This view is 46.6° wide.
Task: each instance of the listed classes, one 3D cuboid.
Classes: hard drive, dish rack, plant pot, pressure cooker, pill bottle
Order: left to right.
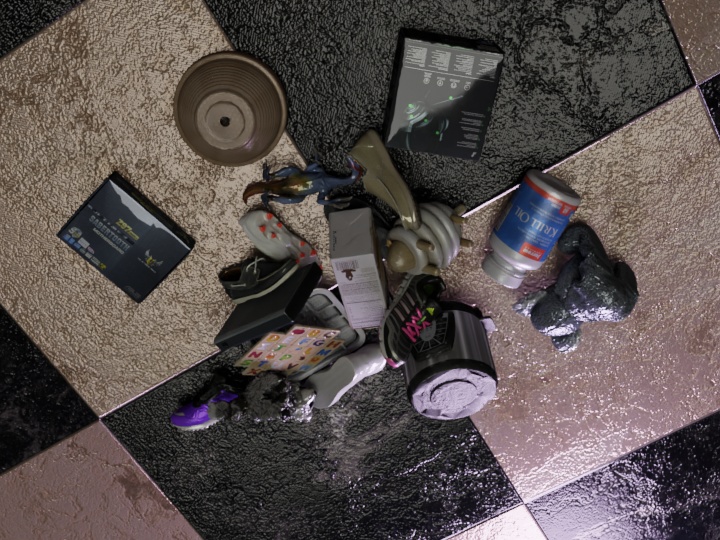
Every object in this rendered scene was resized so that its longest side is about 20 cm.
[{"bbox_3d":[-0.226,-0.265,1.429,0.199,0.093,0.203,0,116,-1],"label":"plant pot"},{"bbox_3d":[-0.166,0.066,1.516,0.199,0.140,0.033,-23,116,38],"label":"hard drive"},{"bbox_3d":[-0.109,0.119,1.623,0.199,0.044,0.172,-31,124,12],"label":"dish rack"},{"bbox_3d":[0.157,0.156,1.576,0.174,0.201,0.179,12,134,-19],"label":"pressure cooker"},{"bbox_3d":[0.303,-0.072,1.517,0.111,0.112,0.201,23,112,-11],"label":"pill bottle"}]

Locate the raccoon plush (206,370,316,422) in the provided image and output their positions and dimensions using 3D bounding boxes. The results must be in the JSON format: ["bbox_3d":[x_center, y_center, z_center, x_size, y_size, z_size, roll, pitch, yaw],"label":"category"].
[{"bbox_3d":[-0.185,0.256,1.643,0.198,0.134,0.098,-2,72,18],"label":"raccoon plush"}]

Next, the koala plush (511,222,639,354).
[{"bbox_3d":[0.394,0.054,1.557,0.177,0.184,0.200,41,120,-17],"label":"koala plush"}]

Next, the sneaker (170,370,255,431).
[{"bbox_3d":[-0.291,0.250,1.681,0.198,0.070,0.100,-15,112,-2],"label":"sneaker"}]

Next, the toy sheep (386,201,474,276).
[{"bbox_3d":[0.124,-0.060,1.503,0.199,0.137,0.139,-33,118,-29],"label":"toy sheep"}]

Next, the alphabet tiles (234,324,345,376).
[{"bbox_3d":[-0.131,0.153,1.559,0.165,0.006,0.200,10,143,-36],"label":"alphabet tiles"}]

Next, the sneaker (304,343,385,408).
[{"bbox_3d":[-0.024,0.209,1.660,0.200,0.115,0.074,-38,76,48],"label":"sneaker"}]

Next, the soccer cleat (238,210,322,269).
[{"bbox_3d":[-0.145,-0.042,1.555,0.200,0.077,0.070,48,62,-33],"label":"soccer cleat"}]

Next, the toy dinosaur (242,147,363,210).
[{"bbox_3d":[-0.091,-0.170,1.500,0.180,0.199,0.106,-11,104,-34],"label":"toy dinosaur"}]

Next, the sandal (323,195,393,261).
[{"bbox_3d":[0.022,-0.071,1.546,0.200,0.048,0.076,32,111,-15],"label":"sandal"}]

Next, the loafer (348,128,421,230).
[{"bbox_3d":[0.043,-0.148,1.450,0.068,0.076,0.201,-29,71,7],"label":"loafer"}]

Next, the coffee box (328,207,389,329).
[{"bbox_3d":[0.000,0.000,1.505,0.079,0.115,0.201,-7,139,7],"label":"coffee box"}]

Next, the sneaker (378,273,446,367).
[{"bbox_3d":[0.098,0.080,1.488,0.087,0.201,0.074,-11,132,41],"label":"sneaker"}]

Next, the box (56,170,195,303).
[{"bbox_3d":[-0.430,-0.059,1.542,0.158,0.051,0.200,-42,109,15],"label":"box"}]

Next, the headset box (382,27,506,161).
[{"bbox_3d":[0.136,-0.292,1.423,0.172,0.093,0.202,7,115,-5],"label":"headset box"}]

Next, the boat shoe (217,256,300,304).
[{"bbox_3d":[-0.189,0.009,1.529,0.199,0.072,0.068,-17,112,45],"label":"boat shoe"}]
